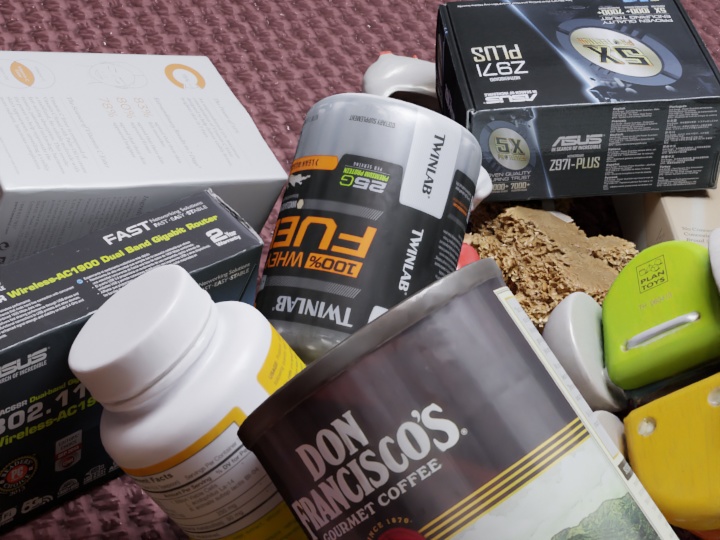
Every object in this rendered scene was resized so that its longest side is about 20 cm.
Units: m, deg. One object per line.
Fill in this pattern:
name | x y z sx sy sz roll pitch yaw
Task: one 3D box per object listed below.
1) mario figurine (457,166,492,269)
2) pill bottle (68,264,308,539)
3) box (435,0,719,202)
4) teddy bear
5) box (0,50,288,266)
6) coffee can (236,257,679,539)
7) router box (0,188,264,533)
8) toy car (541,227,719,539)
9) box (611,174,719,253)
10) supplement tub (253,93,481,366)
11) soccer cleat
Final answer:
mario figurine | 0.018 -0.047 0.998 0.105 0.124 0.200 1 35 -34
pill bottle | -0.064 0.094 0.738 0.109 0.200 0.110 -30 26 17
box | 0.166 -0.138 1.063 0.198 0.087 0.164 -3 40 -3
teddy bear | 0.137 -0.010 1.038 0.144 0.067 0.200 -5 36 -33
box | -0.168 -0.062 0.860 0.199 0.098 0.125 -6 50 -40
coffee can | 0.057 0.117 0.627 0.146 0.146 0.201 -28 79 -38
router box | -0.156 0.054 0.803 0.199 0.151 0.062 -25 52 -36
toy car | 0.224 0.081 0.883 0.150 0.174 0.201 31 42 -43
box | 0.264 -0.049 1.096 0.094 0.078 0.201 4 40 -9
supplement tub | 0.000 0.000 0.872 0.121 0.123 0.202 14 78 1
soccer cleat | 0.100 -0.150 1.185 0.198 0.070 0.078 -2 46 -7
